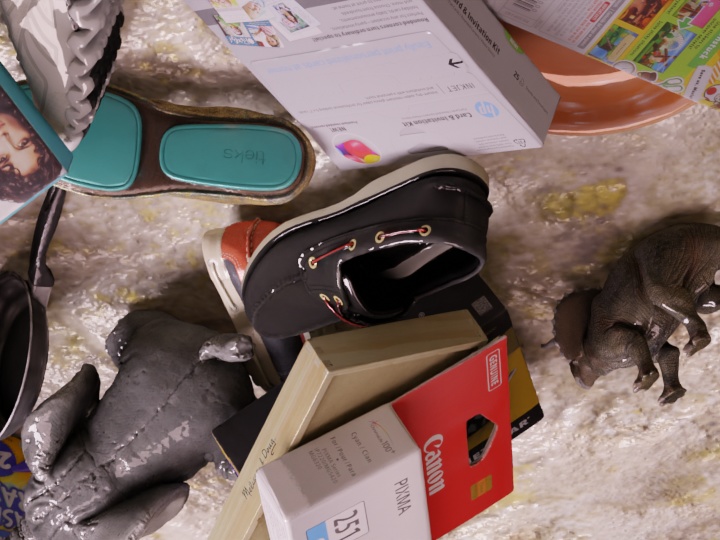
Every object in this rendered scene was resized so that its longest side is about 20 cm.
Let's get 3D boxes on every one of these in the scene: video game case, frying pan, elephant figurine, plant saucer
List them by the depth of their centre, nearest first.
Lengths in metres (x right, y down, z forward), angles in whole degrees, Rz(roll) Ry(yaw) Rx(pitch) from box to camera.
[{"bbox_3d":[0.189,-0.179,1.340,0.181,0.023,0.200,20,134,-22],"label":"video game case"},{"bbox_3d":[0.129,-0.157,1.409,0.198,0.038,0.201,0,140,0],"label":"plant saucer"},{"bbox_3d":[-0.160,0.128,1.599,0.200,0.141,0.156,-41,134,-20],"label":"elephant figurine"},{"bbox_3d":[-0.221,0.021,1.601,0.031,0.115,0.191,13,94,-29],"label":"frying pan"}]

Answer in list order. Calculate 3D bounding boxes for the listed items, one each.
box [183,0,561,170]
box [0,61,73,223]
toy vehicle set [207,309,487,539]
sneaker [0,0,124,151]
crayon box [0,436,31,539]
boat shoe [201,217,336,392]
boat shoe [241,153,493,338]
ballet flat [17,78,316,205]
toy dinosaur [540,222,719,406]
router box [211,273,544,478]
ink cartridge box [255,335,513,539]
[{"bbox_3d":[-0.003,-0.136,1.386,0.155,0.041,0.200,-5,141,41],"label":"box"},{"bbox_3d":[-0.251,-0.113,1.371,0.082,0.049,0.200,-36,103,6],"label":"box"},{"bbox_3d":[-0.012,0.111,1.517,0.124,0.027,0.201,-9,139,-38],"label":"toy vehicle set"},{"bbox_3d":[-0.175,-0.157,1.390,0.080,0.075,0.201,9,129,4],"label":"sneaker"},{"bbox_3d":[-0.266,0.201,1.702,0.125,0.201,0.052,21,136,-23],"label":"crayon box"},{"bbox_3d":[-0.053,0.043,1.617,0.062,0.072,0.201,-3,137,10],"label":"boat shoe"},{"bbox_3d":[-0.002,-0.001,1.473,0.073,0.064,0.201,25,143,-35],"label":"boat shoe"},{"bbox_3d":[-0.124,-0.073,1.489,0.198,0.071,0.071,8,140,3],"label":"ballet flat"},{"bbox_3d":[0.190,0.017,1.575,0.077,0.103,0.200,8,132,-49],"label":"toy dinosaur"},{"bbox_3d":[0.015,0.099,1.609,0.199,0.052,0.157,-35,149,-6],"label":"router box"},{"bbox_3d":[0.029,0.146,1.536,0.175,0.045,0.201,-28,148,-12],"label":"ink cartridge box"}]
